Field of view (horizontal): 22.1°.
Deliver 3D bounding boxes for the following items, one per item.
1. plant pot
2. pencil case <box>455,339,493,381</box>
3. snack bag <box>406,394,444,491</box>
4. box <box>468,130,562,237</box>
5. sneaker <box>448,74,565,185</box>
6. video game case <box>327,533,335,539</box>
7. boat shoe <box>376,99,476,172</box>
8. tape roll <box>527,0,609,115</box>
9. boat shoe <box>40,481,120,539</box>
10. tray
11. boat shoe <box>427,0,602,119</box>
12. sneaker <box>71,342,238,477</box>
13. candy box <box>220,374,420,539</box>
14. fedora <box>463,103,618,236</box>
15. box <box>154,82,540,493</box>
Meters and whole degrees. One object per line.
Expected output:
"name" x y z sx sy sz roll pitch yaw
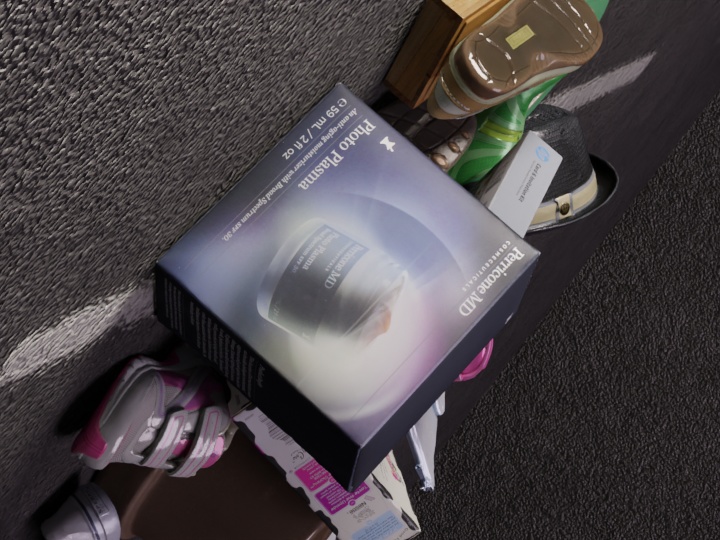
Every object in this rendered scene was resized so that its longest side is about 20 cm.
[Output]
"plant pot" -0.110 0.189 1.606 0.200 0.174 0.200 -48 169 -12
"pencil case" 0.094 0.036 1.744 0.200 0.090 0.095 -65 168 -69
"snack bag" 0.057 0.082 1.802 0.201 0.021 0.190 -82 161 -46
"box" 0.074 -0.007 1.520 0.200 0.041 0.156 -43 -168 44
"sneaker" 0.108 -0.130 1.569 0.200 0.083 0.074 -40 -144 15
"video game case" -0.049 0.167 1.769 0.182 0.023 0.202 -17 -125 61
"boat shoe" 0.006 -0.074 1.481 0.199 0.075 0.073 -36 179 -16
"tape roll" 0.147 -0.193 1.677 0.201 0.048 0.201 -48 169 -13
"boat shoe" -0.244 0.241 1.561 0.066 0.074 0.201 -28 153 -21
"tray" 0.102 -0.209 1.467 0.200 0.037 0.099 -40 166 -45
"boat shoe" 0.114 -0.165 1.430 0.199 0.072 0.076 -26 170 -49
"sneaker" -0.147 0.116 1.426 0.082 0.088 0.200 -54 169 23
"candy box" -0.038 0.130 1.512 0.061 0.200 0.137 -34 -149 9
"fedora" 0.154 -0.109 1.819 0.200 0.199 0.092 -38 129 -47
"box" -0.010 0.011 1.328 0.200 0.198 0.123 -46 169 -19
